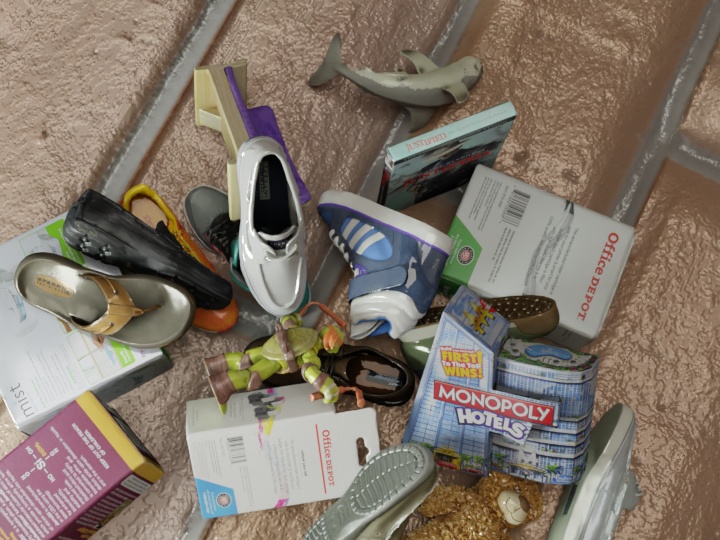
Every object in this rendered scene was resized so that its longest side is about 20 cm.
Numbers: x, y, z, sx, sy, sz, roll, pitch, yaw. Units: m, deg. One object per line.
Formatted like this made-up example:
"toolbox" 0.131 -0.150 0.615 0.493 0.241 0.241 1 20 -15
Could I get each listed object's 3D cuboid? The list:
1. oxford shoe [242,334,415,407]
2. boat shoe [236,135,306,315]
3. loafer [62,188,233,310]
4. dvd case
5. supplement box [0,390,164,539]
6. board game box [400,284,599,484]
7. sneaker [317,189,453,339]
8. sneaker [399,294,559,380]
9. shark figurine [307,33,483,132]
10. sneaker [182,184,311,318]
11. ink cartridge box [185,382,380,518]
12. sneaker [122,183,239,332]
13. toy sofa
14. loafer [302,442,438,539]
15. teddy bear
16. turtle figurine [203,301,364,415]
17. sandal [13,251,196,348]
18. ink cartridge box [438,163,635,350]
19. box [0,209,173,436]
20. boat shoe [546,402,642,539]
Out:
"oxford shoe" -0.035 0.104 1.258 0.200 0.084 0.073 7 77 1
"boat shoe" -0.094 -0.039 1.173 0.073 0.065 0.200 -15 112 -11
"loafer" -0.224 -0.023 1.221 0.200 0.068 0.070 29 58 -16
"dvd case" 0.092 -0.122 1.261 0.146 0.200 0.022 -21 77 -8
"supplement box" -0.324 0.236 1.189 0.200 0.131 0.103 -40 79 -12
"board game box" 0.142 0.123 1.176 0.200 0.200 0.062 11 33 21
"sneaker" 0.000 0.000 1.264 0.200 0.081 0.147 23 84 38
"sneaker" 0.135 0.084 1.238 0.200 0.067 0.090 -8 111 32
"shark figurine" 0.048 -0.211 1.351 0.214 0.090 0.128 2 41 -10
"sneaker" -0.134 -0.033 1.270 0.084 0.121 0.200 -43 80 -12
"ink cartridge box" -0.081 0.190 1.213 0.200 0.068 0.115 -8 119 -4
"sneaker" -0.214 -0.010 1.285 0.073 0.077 0.200 -39 81 -13
"toy sofa" -0.124 -0.154 1.276 0.097 0.083 0.200 -10 45 -14
"loafer" 0.018 0.260 1.192 0.070 0.075 0.200 31 118 -28
"teddy bear" 0.117 0.292 1.222 0.200 0.067 0.145 -22 79 -7
"turtle figurine" -0.080 0.096 1.180 0.161 0.064 0.200 -21 36 -6
"sandal" -0.274 0.030 1.175 0.200 0.055 0.082 20 95 3
"ink cartridge box" 0.197 -0.013 1.296 0.200 0.083 0.147 24 75 5
"box" -0.336 0.057 1.251 0.176 0.097 0.200 -29 78 -8
"boat shoe" 0.271 0.249 1.245 0.071 0.070 0.201 26 79 -7
